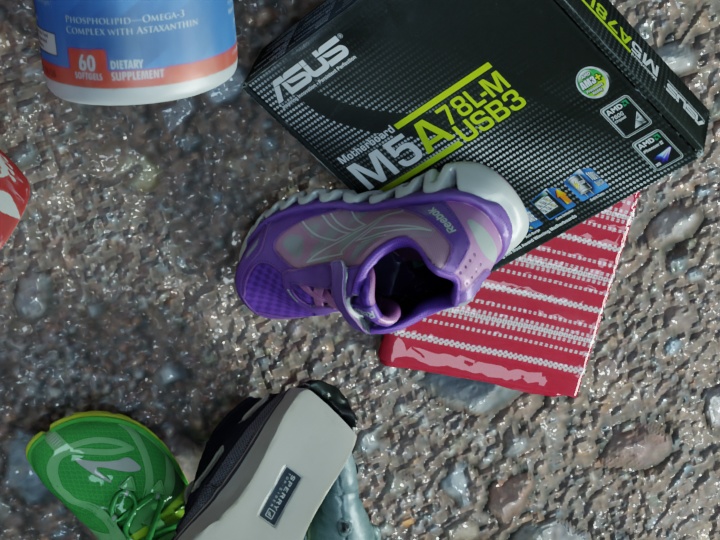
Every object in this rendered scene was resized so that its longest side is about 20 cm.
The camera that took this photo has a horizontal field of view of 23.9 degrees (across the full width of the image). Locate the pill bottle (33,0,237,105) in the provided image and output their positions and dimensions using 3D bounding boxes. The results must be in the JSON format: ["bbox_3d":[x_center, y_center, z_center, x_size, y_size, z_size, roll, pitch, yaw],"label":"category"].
[{"bbox_3d":[-0.130,-0.200,0.930,0.112,0.112,0.201,-9,112,-11],"label":"pill bottle"}]

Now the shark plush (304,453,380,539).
[{"bbox_3d":[0.002,0.200,1.129,0.091,0.083,0.201,4,109,-16],"label":"shark plush"}]

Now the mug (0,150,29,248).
[{"bbox_3d":[-0.262,-0.088,0.880,0.177,0.133,0.200,-41,117,4],"label":"mug"}]

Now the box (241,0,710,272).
[{"bbox_3d":[0.065,-0.099,0.984,0.200,0.048,0.193,-30,119,38],"label":"box"}]

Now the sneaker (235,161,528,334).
[{"bbox_3d":[0.000,0.000,1.010,0.200,0.089,0.081,-14,128,34],"label":"sneaker"}]

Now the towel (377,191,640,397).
[{"bbox_3d":[0.101,-0.017,1.108,0.144,0.022,0.201,11,105,-16],"label":"towel"}]

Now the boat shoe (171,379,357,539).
[{"bbox_3d":[-0.082,0.158,1.050,0.075,0.093,0.200,45,64,-18],"label":"boat shoe"}]

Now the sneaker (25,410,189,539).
[{"bbox_3d":[-0.130,0.166,1.082,0.074,0.084,0.200,-40,114,3],"label":"sneaker"}]
